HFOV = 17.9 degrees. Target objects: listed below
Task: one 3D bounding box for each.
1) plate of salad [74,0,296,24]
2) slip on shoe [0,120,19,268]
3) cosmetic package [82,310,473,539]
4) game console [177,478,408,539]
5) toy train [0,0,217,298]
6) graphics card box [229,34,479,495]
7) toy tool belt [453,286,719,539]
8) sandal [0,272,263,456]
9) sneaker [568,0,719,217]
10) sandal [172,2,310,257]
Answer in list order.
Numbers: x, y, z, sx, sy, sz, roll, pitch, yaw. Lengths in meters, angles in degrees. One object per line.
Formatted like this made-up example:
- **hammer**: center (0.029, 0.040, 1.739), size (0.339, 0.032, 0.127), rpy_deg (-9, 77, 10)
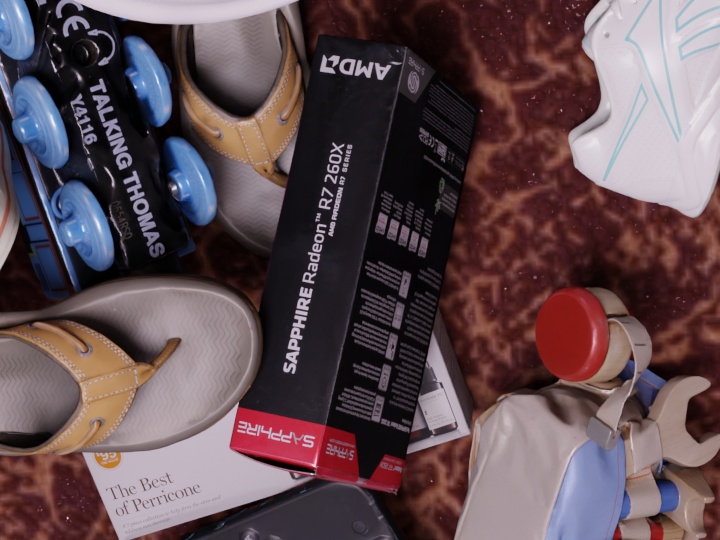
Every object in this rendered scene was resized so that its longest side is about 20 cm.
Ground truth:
- **plate of salad**: center (-0.059, -0.183, 0.926), size (0.198, 0.048, 0.201), rpy_deg (-10, 139, -9)
- **slip on shoe**: center (-0.203, -0.044, 1.056), size (0.061, 0.200, 0.074), rpy_deg (30, 100, -23)
- **cosmetic package**: center (-0.047, 0.071, 1.198), size (0.198, 0.051, 0.083), rpy_deg (-19, 105, 10)
- **game console**: center (-0.032, 0.234, 1.181), size (0.171, 0.119, 0.201), rpy_deg (-24, 108, 21)
- **toy train**: center (-0.141, -0.080, 1.120), size (0.086, 0.114, 0.202), rpy_deg (-24, 99, -26)
- **graphics card box**: center (0.000, 0.000, 1.092), size (0.050, 0.125, 0.202), rpy_deg (11, 85, 21)
- **toy tool belt**: center (0.124, 0.098, 1.173), size (0.122, 0.125, 0.202), rpy_deg (-2, 116, -39)
- **sandal**: center (-0.141, 0.046, 1.010), size (0.198, 0.055, 0.083), rpy_deg (0, 102, -8)
- **sneaker**: center (0.151, -0.126, 1.106), size (0.079, 0.070, 0.202), rpy_deg (12, 110, 3)
- **sandal**: center (-0.054, -0.098, 1.131), size (0.081, 0.055, 0.202), rpy_deg (-3, 108, 6)
